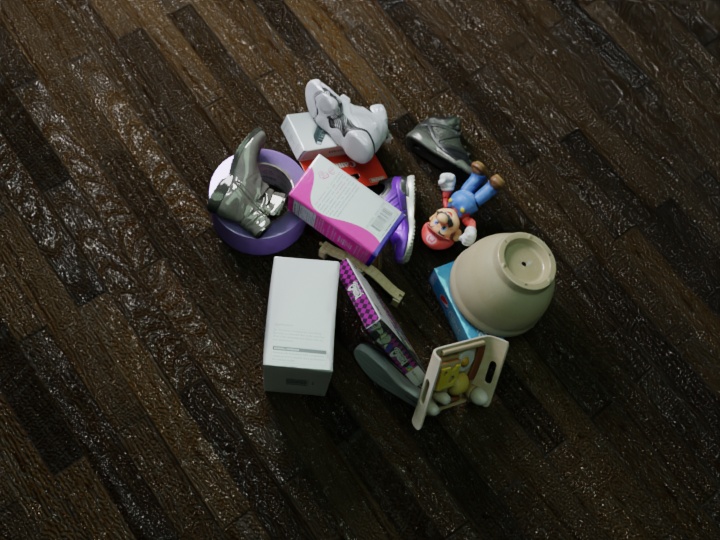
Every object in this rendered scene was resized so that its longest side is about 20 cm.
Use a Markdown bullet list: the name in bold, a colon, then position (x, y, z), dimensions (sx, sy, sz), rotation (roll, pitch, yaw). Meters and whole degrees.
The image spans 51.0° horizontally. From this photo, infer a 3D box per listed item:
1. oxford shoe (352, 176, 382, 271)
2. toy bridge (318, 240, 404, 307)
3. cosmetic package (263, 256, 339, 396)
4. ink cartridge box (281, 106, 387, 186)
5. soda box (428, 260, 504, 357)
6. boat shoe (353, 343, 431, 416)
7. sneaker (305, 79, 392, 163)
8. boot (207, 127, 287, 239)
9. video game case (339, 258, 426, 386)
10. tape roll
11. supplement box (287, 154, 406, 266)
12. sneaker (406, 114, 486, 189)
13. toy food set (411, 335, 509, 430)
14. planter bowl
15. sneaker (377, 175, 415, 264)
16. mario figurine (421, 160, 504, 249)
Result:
- **oxford shoe**: position (-0.013, -0.084, 1.518), dimensions (0.071, 0.071, 0.200), rotation (-20, 85, -20)
- **toy bridge**: position (0.000, 0.000, 1.498), dimensions (0.200, 0.067, 0.027), rotation (34, 68, 6)
- **cosmetic package**: position (-0.110, 0.105, 1.370), dimensions (0.123, 0.199, 0.201), rotation (6, 68, -5)
- **ink cartridge box**: position (-0.043, -0.252, 1.572), dimensions (0.200, 0.044, 0.174), rotation (-15, 69, -35)
- **soda box**: position (0.211, 0.082, 1.495), dimensions (0.068, 0.064, 0.200), rotation (-20, 73, -14)
- **boat shoe**: position (0.079, 0.195, 1.438), dimensions (0.200, 0.072, 0.071), rotation (38, 60, -3)
- **sneaker**: position (-0.021, -0.319, 1.552), dimensions (0.200, 0.075, 0.115), rotation (50, 49, 0)
- **boot**: position (-0.196, -0.165, 1.458), dimensions (0.130, 0.068, 0.200), rotation (26, 75, -1)
- **video game case**: position (0.037, 0.092, 1.366), dimensions (0.036, 0.181, 0.200), rotation (-36, 37, 5)
- **tape roll**: position (-0.202, -0.138, 1.519), dimensions (0.199, 0.085, 0.201), rotation (3, 68, -7)
- **supplement box**: position (-0.030, -0.112, 1.433), dimensions (0.200, 0.103, 0.101), rotation (36, 76, 0)
- **sneaker**: position (0.207, -0.264, 1.625), dimensions (0.199, 0.076, 0.114), rotation (39, 75, 14)
- **toy food set**: position (0.184, 0.204, 1.364), dimensions (0.200, 0.144, 0.060), rotation (-7, 29, -44)
- **planter bowl**: position (0.287, 0.009, 1.436), dimensions (0.200, 0.135, 0.201), rotation (8, 62, -14)
- **sneaker**: position (0.062, -0.104, 1.553), dimensions (0.099, 0.070, 0.201), rotation (3, 64, 1)
- **mario figurine**: position (0.198, -0.127, 1.523), dimensions (0.106, 0.123, 0.200), rotation (41, 88, -29)
